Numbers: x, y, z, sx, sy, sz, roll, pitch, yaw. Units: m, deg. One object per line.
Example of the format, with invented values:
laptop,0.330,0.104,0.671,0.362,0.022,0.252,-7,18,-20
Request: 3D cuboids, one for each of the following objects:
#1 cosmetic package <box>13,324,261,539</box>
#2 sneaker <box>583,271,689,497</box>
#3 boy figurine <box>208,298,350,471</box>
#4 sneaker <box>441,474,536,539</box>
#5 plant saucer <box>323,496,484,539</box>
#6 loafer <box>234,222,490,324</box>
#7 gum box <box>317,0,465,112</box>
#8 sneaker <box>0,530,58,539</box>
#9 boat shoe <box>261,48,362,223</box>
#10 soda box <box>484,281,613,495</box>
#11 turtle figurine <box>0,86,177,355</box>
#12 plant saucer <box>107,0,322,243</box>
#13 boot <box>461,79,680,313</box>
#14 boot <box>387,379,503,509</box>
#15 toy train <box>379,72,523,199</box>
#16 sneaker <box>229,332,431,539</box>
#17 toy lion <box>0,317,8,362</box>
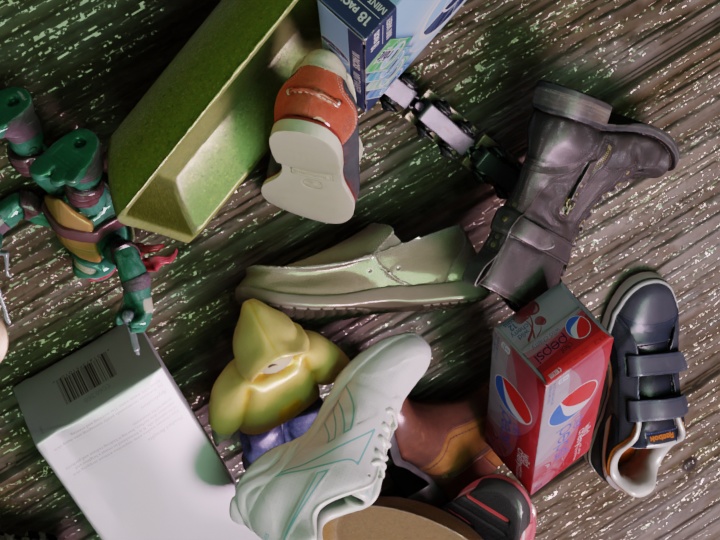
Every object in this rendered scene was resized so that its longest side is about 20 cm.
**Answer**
cosmetic package,-0.165,0.150,1.229,0.112,0.081,0.201,-30,127,-8
sneaker,0.251,0.104,1.411,0.078,0.079,0.202,-6,118,-22
boy figurine,-0.058,0.092,1.227,0.123,0.065,0.201,-21,145,-15
sneaker,0.118,0.215,1.389,0.087,0.073,0.201,-48,162,-29
plant saucer,0.044,0.250,1.358,0.198,0.036,0.201,15,138,14
loafer,0.000,0.000,1.233,0.198,0.076,0.069,-3,80,-14
gum box,0.053,-0.212,1.068,0.044,0.170,0.200,40,84,6
sneaker,-0.243,0.228,1.225,0.088,0.074,0.200,-43,114,3
boat shoe,-0.032,-0.087,1.128,0.070,0.200,0.063,11,73,3
soda box,0.144,0.096,1.254,0.070,0.063,0.201,-34,153,-16
turtle figurine,-0.200,-0.030,1.099,0.201,0.148,0.101,83,26,-53
plant saucer,-0.090,-0.116,1.076,0.048,0.200,0.200,39,92,8
boot,0.159,-0.044,1.245,0.199,0.069,0.176,16,94,-48
boot,0.104,0.104,1.344,0.199,0.069,0.189,-32,126,-8
toy train,0.061,-0.110,1.215,0.199,0.046,0.034,34,101,-35
sneaker,-0.005,0.133,1.203,0.200,0.080,0.071,-47,150,-18
toy lion,-0.343,-0.010,1.032,0.198,0.069,0.194,-15,112,-16
